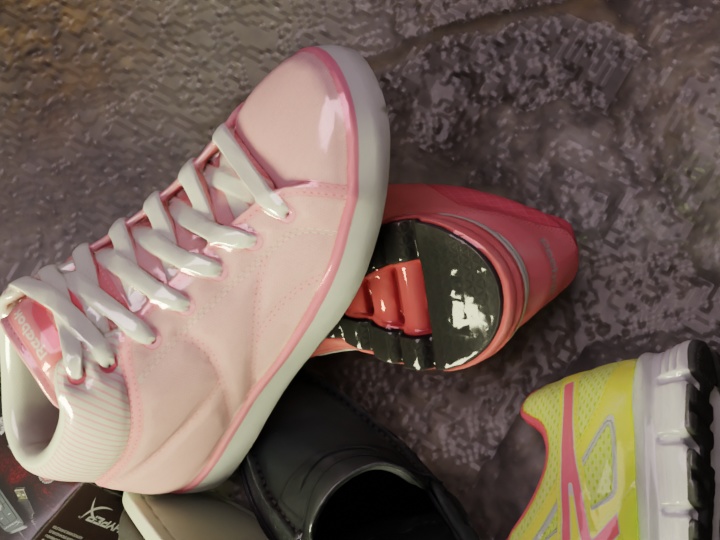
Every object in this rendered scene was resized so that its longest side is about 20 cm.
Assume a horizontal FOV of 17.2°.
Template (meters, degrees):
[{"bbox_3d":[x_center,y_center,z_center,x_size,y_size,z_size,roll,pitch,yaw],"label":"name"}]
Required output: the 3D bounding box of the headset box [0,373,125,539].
[{"bbox_3d":[-0.208,0.122,0.976,0.149,0.075,0.200,41,91,24],"label":"headset box"}]

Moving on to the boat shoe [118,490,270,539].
[{"bbox_3d":[-0.029,0.153,0.906,0.201,0.072,0.061,38,115,32],"label":"boat shoe"}]

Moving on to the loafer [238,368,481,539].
[{"bbox_3d":[0.006,0.093,0.885,0.068,0.070,0.201,-26,42,-13],"label":"loafer"}]

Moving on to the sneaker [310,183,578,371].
[{"bbox_3d":[0.000,0.000,0.948,0.200,0.087,0.074,6,109,40],"label":"sneaker"}]

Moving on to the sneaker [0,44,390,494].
[{"bbox_3d":[-0.068,0.004,0.871,0.075,0.105,0.200,55,128,39],"label":"sneaker"}]

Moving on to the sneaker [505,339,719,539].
[{"bbox_3d":[0.091,0.127,0.876,0.090,0.078,0.200,-5,68,28],"label":"sneaker"}]
